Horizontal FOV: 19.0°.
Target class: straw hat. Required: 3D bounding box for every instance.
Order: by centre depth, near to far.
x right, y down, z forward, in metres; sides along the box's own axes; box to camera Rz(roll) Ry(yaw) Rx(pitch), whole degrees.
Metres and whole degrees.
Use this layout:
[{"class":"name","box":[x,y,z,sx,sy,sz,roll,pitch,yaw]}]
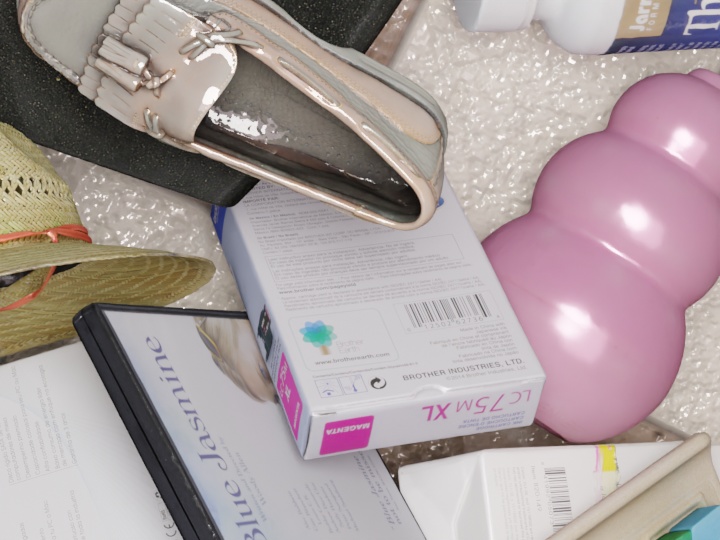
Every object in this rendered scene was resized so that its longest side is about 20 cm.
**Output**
[{"class":"straw hat","box":[-0.167,-0.018,0.935,0.199,0.201,0.086,-14,80,-8]}]

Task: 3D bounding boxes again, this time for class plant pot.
[{"class":"plant pot","box":[-0.090,-0.149,1.000,0.198,0.200,0.179,18,112,-15]}]

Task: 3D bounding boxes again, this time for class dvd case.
[{"class":"dvd case","box":[-0.045,0.080,0.998,0.017,0.200,0.143,-35,73,20]}]

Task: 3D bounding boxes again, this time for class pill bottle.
[{"class":"pill bottle","box":[0.148,-0.165,1.078,0.198,0.111,0.112,-4,104,-11]}]

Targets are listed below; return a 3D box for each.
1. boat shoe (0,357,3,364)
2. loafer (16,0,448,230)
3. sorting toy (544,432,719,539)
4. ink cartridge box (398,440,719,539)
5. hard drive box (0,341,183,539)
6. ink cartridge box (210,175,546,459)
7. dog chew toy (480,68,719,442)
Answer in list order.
[{"class":"boat shoe","box":[-0.272,0.030,1.063,0.200,0.075,0.087,7,104,-23]},{"class":"loafer","box":[-0.051,-0.075,0.907,0.199,0.063,0.072,21,124,-17]},{"class":"sorting toy","box":[0.155,0.205,1.074,0.184,0.036,0.202,-27,102,-40]},{"class":"ink cartridge box","box":[0.119,0.152,1.125,0.199,0.067,0.118,3,76,-41]},{"class":"hard drive box","box":[-0.159,0.128,1.000,0.198,0.157,0.077,-16,146,-6]},{"class":"ink cartridge box","box":[0.000,0.000,1.055,0.118,0.201,0.042,-7,139,-19]},{"class":"dog chew toy","box":[0.133,-0.014,1.111,0.124,0.124,0.201,34,86,-17]}]
